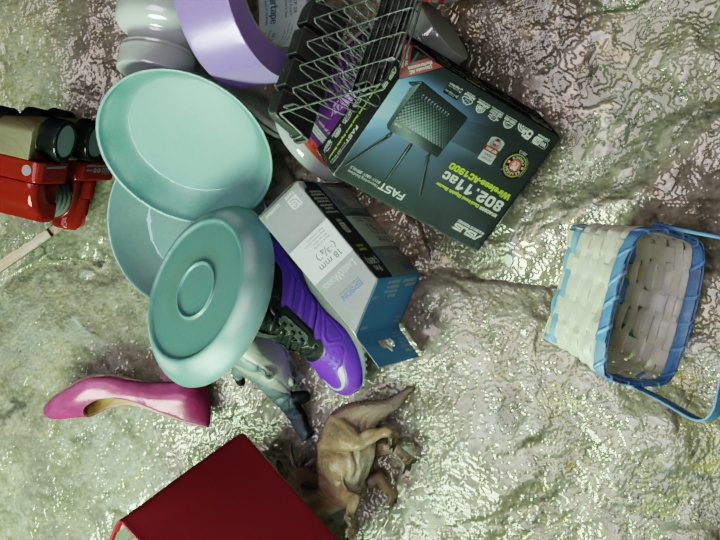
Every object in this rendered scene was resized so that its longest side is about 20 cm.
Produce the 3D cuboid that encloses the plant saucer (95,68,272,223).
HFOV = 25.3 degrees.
[{"bbox_3d":[-0.184,-0.139,1.715,0.199,0.036,0.200,10,131,12],"label":"plant saucer"}]

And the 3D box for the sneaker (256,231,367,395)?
[{"bbox_3d":[-0.075,0.057,1.716,0.070,0.099,0.200,-31,89,47],"label":"sneaker"}]

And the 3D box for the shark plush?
[{"bbox_3d":[-0.115,0.099,1.772,0.200,0.091,0.083,43,134,-18],"label":"shark plush"}]

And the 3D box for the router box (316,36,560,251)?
[{"bbox_3d":[0.080,-0.128,1.619,0.150,0.200,0.062,-55,30,16],"label":"router box"}]

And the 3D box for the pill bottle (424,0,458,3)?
[{"bbox_3d":[0.056,-0.328,1.616,0.199,0.111,0.111,6,96,-4],"label":"pill bottle"}]

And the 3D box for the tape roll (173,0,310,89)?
[{"bbox_3d":[-0.115,-0.292,1.667,0.065,0.200,0.201,-8,90,27],"label":"tape roll"}]

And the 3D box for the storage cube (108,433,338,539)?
[{"bbox_3d":[-0.153,0.318,1.705,0.200,0.180,0.171,46,142,12],"label":"storage cube"}]

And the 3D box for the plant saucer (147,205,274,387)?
[{"bbox_3d":[-0.166,0.023,1.694,0.200,0.027,0.201,-23,56,40],"label":"plant saucer"}]

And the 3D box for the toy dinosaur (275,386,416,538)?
[{"bbox_3d":[-0.023,0.201,1.734,0.135,0.086,0.200,26,95,29],"label":"toy dinosaur"}]

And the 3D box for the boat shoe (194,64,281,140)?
[{"bbox_3d":[-0.162,-0.181,1.768,0.200,0.075,0.062,27,104,24],"label":"boat shoe"}]

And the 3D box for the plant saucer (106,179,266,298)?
[{"bbox_3d":[-0.189,-0.056,1.803,0.200,0.039,0.202,1,93,22],"label":"plant saucer"}]

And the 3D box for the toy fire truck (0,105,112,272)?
[{"bbox_3d":[-0.365,-0.080,1.796,0.128,0.176,0.201,13,99,19],"label":"toy fire truck"}]

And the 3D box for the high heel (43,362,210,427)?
[{"bbox_3d":[-0.266,0.161,1.832,0.199,0.067,0.096,-19,76,8],"label":"high heel"}]

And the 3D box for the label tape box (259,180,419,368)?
[{"bbox_3d":[0.000,0.000,1.677,0.063,0.144,0.200,-43,79,16],"label":"label tape box"}]

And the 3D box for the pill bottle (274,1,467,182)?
[{"bbox_3d":[0.012,-0.190,1.677,0.200,0.112,0.113,-37,80,19],"label":"pill bottle"}]

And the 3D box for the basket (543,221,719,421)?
[{"bbox_3d":[0.288,0.034,1.558,0.200,0.139,0.177,26,104,49],"label":"basket"}]

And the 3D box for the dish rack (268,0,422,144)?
[{"bbox_3d":[-0.006,-0.214,1.563,0.200,0.054,0.154,-9,59,50],"label":"dish rack"}]

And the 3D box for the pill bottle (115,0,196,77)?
[{"bbox_3d":[-0.201,-0.303,1.726,0.112,0.112,0.201,6,76,21],"label":"pill bottle"}]
